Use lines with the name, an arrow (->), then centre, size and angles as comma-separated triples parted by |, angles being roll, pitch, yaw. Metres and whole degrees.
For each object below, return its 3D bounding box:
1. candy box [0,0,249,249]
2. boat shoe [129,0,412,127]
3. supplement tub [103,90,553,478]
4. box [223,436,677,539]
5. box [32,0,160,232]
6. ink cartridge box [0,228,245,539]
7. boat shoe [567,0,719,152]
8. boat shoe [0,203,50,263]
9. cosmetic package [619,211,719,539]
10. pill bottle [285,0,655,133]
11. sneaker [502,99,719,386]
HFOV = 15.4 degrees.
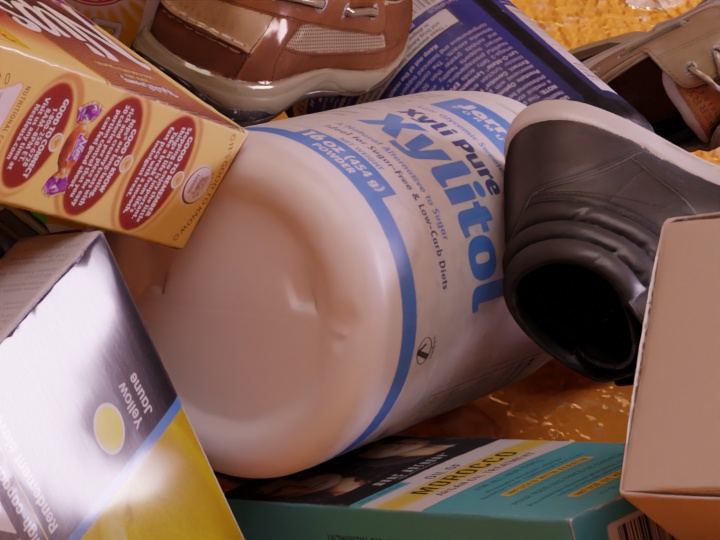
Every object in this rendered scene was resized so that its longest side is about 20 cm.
candy box -> -0.137, -0.069, 0.899 | 0.117, 0.057, 0.200 | 35, 10, 27
boat shoe -> -0.022, -0.114, 1.086 | 0.076, 0.074, 0.200 | 28, 24, 11
supplement tub -> 0.000, 0.000, 1.057 | 0.132, 0.132, 0.200 | 36, 26, 20
box -> 0.041, 0.096, 0.969 | 0.082, 0.049, 0.200 | -20, 11, -38
box -> -0.142, -0.109, 1.113 | 0.112, 0.200, 0.101 | 13, 39, -7
ink cartridge box -> -0.105, 0.119, 0.876 | 0.047, 0.198, 0.200 | -9, 27, 28
boat shoe -> 0.165, -0.089, 1.247 | 0.075, 0.200, 0.068 | 52, 34, -20
boat shoe -> -0.133, 0.007, 1.002 | 0.072, 0.202, 0.060 | 18, 83, 11
cosmetic package -> 0.169, 0.066, 0.908 | 0.071, 0.200, 0.105 | -4, 62, 34
pill bottle -> 0.064, -0.052, 1.199 | 0.112, 0.112, 0.200 | -20, 53, -38
sneaker -> 0.140, 0.012, 1.011 | 0.200, 0.071, 0.099 | 20, 49, -1
